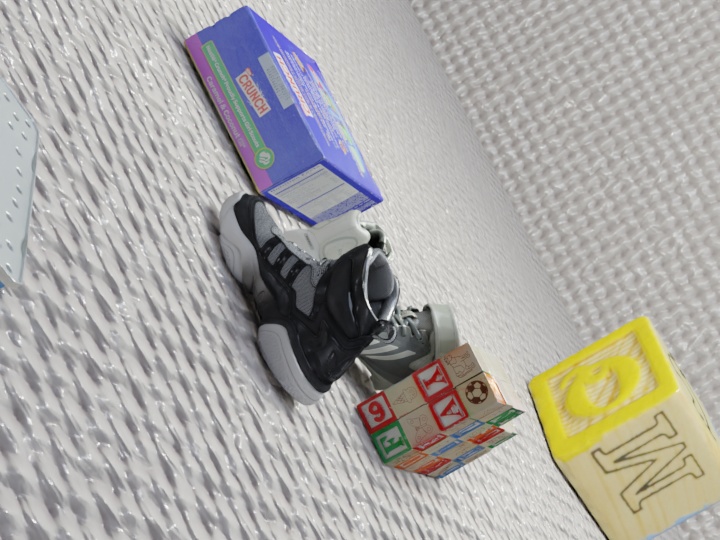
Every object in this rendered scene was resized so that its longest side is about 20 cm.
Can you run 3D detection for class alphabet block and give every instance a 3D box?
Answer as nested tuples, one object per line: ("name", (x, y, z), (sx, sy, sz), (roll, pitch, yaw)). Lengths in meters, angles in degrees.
("alphabet block", (0.369, 0.222, 2.656), (0.200, 0.195, 0.196), (54, 10, -31))

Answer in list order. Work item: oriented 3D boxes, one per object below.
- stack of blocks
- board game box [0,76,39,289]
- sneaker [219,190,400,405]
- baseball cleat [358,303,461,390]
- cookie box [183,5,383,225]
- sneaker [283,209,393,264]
("stack of blocks", (0.084, 0.128, 1.754), (0.059, 0.115, 0.200), (63, 10, 16))
("board game box", (-0.245, -0.105, 1.052), (0.201, 0.026, 0.200), (55, 12, -27))
("sneaker", (-0.035, 0.002, 1.525), (0.076, 0.113, 0.201), (46, 17, -53))
("baseball cleat", (0.023, 0.043, 1.714), (0.200, 0.106, 0.070), (43, 24, -52))
("cookie box", (-0.069, -0.140, 1.858), (0.172, 0.075, 0.200), (64, 10, 17))
("sneaker", (0.000, 0.000, 1.803), (0.076, 0.081, 0.200), (62, 9, 23))
